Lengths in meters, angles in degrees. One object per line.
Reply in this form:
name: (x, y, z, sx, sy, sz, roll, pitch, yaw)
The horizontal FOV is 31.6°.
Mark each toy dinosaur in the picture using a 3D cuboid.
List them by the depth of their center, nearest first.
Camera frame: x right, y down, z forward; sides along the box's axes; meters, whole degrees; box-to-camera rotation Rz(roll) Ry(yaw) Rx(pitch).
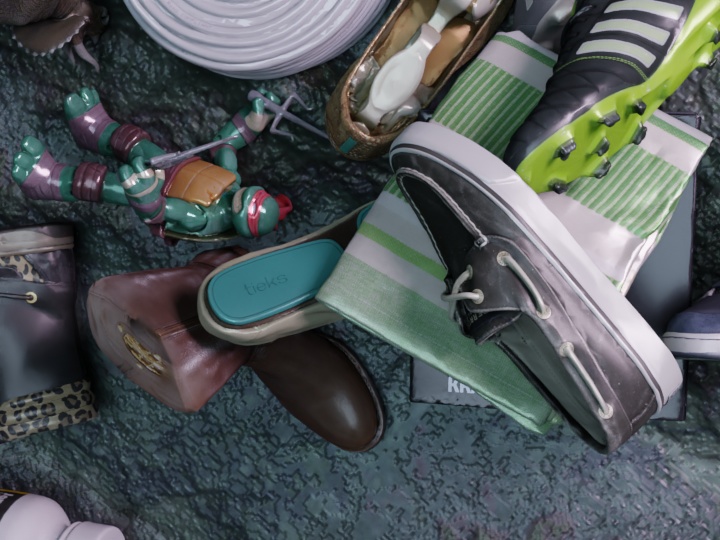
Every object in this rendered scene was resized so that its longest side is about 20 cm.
toy dinosaur: (-0.250, -0.201, 0.839, 0.199, 0.077, 0.103, 15, 106, -26)

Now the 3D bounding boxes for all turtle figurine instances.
turtle figurine: (-0.122, -0.065, 0.853, 0.199, 0.150, 0.101, 13, 117, 19)

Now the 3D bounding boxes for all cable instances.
cable: (-0.071, -0.229, 0.847, 0.199, 0.069, 0.201, 1, 96, 13)

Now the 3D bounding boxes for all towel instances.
towel: (0.091, -0.028, 0.725, 0.152, 0.023, 0.200, 31, 78, 7)

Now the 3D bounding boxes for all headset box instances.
headset box: (0.125, -0.016, 0.815, 0.174, 0.093, 0.201, 3, 96, 12)

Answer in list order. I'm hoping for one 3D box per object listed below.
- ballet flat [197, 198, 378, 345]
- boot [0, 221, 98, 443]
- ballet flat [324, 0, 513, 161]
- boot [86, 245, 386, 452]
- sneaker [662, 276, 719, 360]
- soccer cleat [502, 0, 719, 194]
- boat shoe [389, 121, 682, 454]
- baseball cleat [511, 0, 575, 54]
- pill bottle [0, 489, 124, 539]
ballet flat: (0.000, 0.000, 0.762, 0.199, 0.069, 0.070, -16, 93, -6)
boot: (-0.289, 0.053, 0.931, 0.199, 0.073, 0.151, -12, 93, 8)
ballet flat: (0.049, -0.154, 0.813, 0.070, 0.065, 0.200, 32, 92, -8)
boot: (-0.074, 0.066, 0.813, 0.186, 0.200, 0.064, 46, 105, 5)
sneaker: (0.240, -0.024, 0.749, 0.077, 0.202, 0.147, -1, 97, 48)
soccer cleat: (0.136, -0.115, 0.708, 0.081, 0.068, 0.200, 39, 64, 23)
boat shoe: (0.078, 0.007, 0.663, 0.064, 0.071, 0.200, -40, 80, -21)
baseball cleat: (0.127, -0.215, 0.781, 0.107, 0.070, 0.200, 55, 144, 23)
pill bottle: (-0.277, 0.213, 0.923, 0.199, 0.111, 0.112, 6, 97, 12)
